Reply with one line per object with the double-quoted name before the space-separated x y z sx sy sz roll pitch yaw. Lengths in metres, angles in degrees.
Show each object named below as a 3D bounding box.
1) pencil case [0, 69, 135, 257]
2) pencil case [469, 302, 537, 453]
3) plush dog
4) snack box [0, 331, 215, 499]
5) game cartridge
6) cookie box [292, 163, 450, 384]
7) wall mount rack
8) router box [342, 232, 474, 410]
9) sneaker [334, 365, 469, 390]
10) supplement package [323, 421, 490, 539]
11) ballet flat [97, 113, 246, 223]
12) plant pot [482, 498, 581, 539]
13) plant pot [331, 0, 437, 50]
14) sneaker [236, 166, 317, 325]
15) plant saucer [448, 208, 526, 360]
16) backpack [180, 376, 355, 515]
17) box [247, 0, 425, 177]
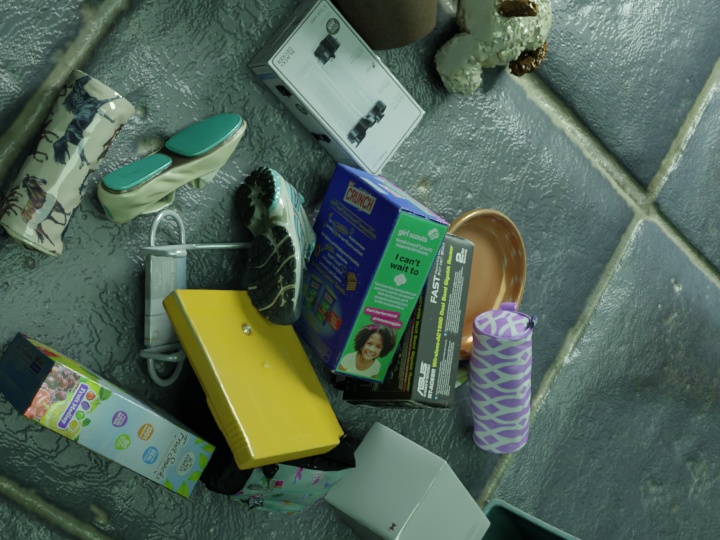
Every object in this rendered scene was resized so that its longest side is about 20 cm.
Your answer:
"pencil case" -0.311 -0.114 1.157 0.077 0.089 0.201 25 80 -1
"pencil case" 0.186 0.144 1.448 0.083 0.086 0.202 4 117 9
"plush dog" 0.188 -0.338 1.409 0.171 0.159 0.202 -23 107 -51
"snack box" -0.273 0.150 1.150 0.199 0.168 0.068 36 80 -29
"game cartridge" -0.112 0.112 1.181 0.176 0.032 0.201 4 55 -57
"cookie box" 0.000 0.000 1.269 0.075 0.171 0.202 14 105 -31
"wall mount rack" -0.181 0.032 1.254 0.173 0.074 0.202 -9 101 -60
"router box" 0.055 0.062 1.288 0.062 0.149 0.202 15 77 -29
"sneaker" 0.059 0.113 1.405 0.198 0.077 0.090 5 84 -33
"supplement package" 0.062 0.298 1.352 0.118 0.116 0.200 -53 143 -16
"ballet flat" -0.208 -0.111 1.229 0.199 0.069 0.070 -32 110 -31
"plant pot" 0.238 0.469 1.480 0.197 0.195 0.200 -52 127 -16
"plant pot" 0.019 -0.371 1.289 0.186 0.186 0.201 -34 125 -24
"sneaker" -0.081 -0.026 1.262 0.086 0.077 0.202 24 47 -44
"plant saucer" 0.142 0.016 1.441 0.199 0.037 0.202 -14 111 -40
"backpack" -0.105 0.198 1.258 0.126 0.168 0.199 -41 139 25
"box" -0.027 -0.218 1.326 0.200 0.060 0.117 44 73 -26
